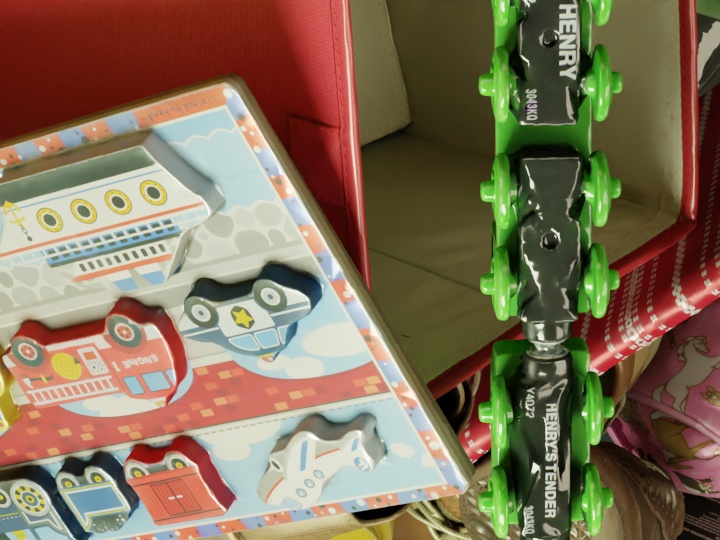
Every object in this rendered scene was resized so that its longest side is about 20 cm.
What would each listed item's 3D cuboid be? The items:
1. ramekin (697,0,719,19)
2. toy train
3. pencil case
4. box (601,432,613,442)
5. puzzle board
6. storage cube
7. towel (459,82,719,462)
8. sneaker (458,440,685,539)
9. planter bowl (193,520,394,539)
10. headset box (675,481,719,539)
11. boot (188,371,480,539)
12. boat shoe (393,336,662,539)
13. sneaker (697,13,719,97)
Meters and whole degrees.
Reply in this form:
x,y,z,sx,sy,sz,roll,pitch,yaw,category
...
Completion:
x,y,z,sx,sy,sz,roll,pitch,yaw,category
0.133,-0.172,1.016,0.200,0.200,0.098,30,80,-57,ramekin
0.055,-0.011,0.793,0.056,0.042,0.200,-95,-176,-71,toy train
0.177,0.000,1.161,0.200,0.086,0.083,-57,170,-18,pencil case
0.081,0.144,1.308,0.200,0.038,0.137,-36,138,-34,box
-0.081,0.026,0.822,0.151,0.200,0.017,59,39,-24,puzzle board
-0.010,-0.080,0.874,0.171,0.180,0.200,-30,127,-40,storage cube
0.105,-0.009,0.961,0.200,0.022,0.145,-36,-162,30,towel
0.087,0.091,1.017,0.076,0.070,0.200,-50,163,-18,sneaker
-0.050,0.097,0.992,0.200,0.083,0.201,-22,143,-18,planter bowl
0.075,0.171,1.150,0.200,0.149,0.075,-41,133,-31,headset box
0.018,0.035,0.928,0.200,0.075,0.074,-51,125,-49,boot
0.043,0.074,1.076,0.200,0.076,0.074,-50,-172,27,boat shoe
0.156,-0.161,1.144,0.079,0.075,0.200,-168,-82,-85,sneaker
